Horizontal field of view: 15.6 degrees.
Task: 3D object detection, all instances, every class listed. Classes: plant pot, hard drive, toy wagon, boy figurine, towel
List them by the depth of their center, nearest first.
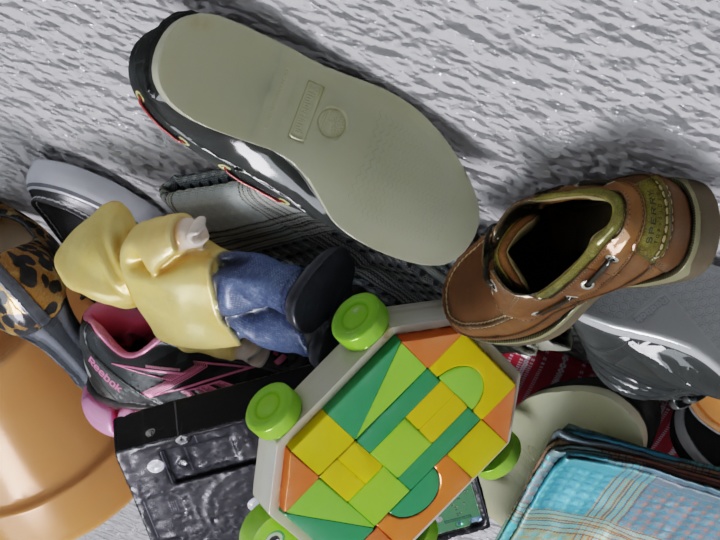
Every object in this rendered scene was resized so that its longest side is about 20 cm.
[{"bbox_3d":[0.000,0.109,1.485,0.155,0.200,0.040,44,180,-39],"label":"toy wagon"},{"bbox_3d":[0.000,0.000,1.525,0.192,0.035,0.200,40,154,-26],"label":"towel"},{"bbox_3d":[-0.090,0.010,1.529,0.199,0.065,0.125,14,146,37],"label":"boy figurine"},{"bbox_3d":[0.152,0.167,1.540,0.146,0.022,0.200,15,141,-7],"label":"towel"},{"bbox_3d":[-0.033,0.120,1.568,0.199,0.038,0.140,-15,129,4],"label":"hard drive"},{"bbox_3d":[0.143,0.086,1.649,0.199,0.023,0.145,20,159,1],"label":"towel"},{"bbox_3d":[-0.245,0.080,1.830,0.200,0.200,0.140,7,140,37],"label":"plant pot"}]

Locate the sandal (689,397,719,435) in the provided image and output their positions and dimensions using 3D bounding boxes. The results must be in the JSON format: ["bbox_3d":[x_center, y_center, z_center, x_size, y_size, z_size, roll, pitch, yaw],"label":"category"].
[{"bbox_3d":[0.263,0.094,1.426,0.206,0.080,0.059,14,-161,26],"label":"sandal"}]

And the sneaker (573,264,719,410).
[{"bbox_3d":[0.201,0.046,1.411,0.199,0.071,0.099,22,164,18],"label":"sneaker"}]

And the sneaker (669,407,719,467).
[{"bbox_3d":[0.278,0.099,1.499,0.199,0.072,0.083,19,138,4],"label":"sneaker"}]

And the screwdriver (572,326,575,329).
[{"bbox_3d":[0.162,0.047,1.520,0.028,0.029,0.200,5,157,41],"label":"screwdriver"}]

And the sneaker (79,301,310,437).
[{"bbox_3d":[-0.083,0.052,1.603,0.199,0.079,0.096,-1,122,15],"label":"sneaker"}]

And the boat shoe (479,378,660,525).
[{"bbox_3d":[0.128,0.099,1.571,0.074,0.063,0.201,50,154,4],"label":"boat shoe"}]

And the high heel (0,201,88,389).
[{"bbox_3d":[-0.240,-0.020,1.667,0.200,0.071,0.143,44,173,33],"label":"high heel"}]

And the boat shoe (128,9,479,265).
[{"bbox_3d":[-0.027,-0.068,1.346,0.201,0.074,0.063,30,171,-21],"label":"boat shoe"}]

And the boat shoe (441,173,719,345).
[{"bbox_3d":[0.093,-0.011,1.343,0.068,0.072,0.200,5,160,-33],"label":"boat shoe"}]

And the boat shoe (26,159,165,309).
[{"bbox_3d":[-0.148,0.002,1.670,0.070,0.066,0.200,7,156,36],"label":"boat shoe"}]
